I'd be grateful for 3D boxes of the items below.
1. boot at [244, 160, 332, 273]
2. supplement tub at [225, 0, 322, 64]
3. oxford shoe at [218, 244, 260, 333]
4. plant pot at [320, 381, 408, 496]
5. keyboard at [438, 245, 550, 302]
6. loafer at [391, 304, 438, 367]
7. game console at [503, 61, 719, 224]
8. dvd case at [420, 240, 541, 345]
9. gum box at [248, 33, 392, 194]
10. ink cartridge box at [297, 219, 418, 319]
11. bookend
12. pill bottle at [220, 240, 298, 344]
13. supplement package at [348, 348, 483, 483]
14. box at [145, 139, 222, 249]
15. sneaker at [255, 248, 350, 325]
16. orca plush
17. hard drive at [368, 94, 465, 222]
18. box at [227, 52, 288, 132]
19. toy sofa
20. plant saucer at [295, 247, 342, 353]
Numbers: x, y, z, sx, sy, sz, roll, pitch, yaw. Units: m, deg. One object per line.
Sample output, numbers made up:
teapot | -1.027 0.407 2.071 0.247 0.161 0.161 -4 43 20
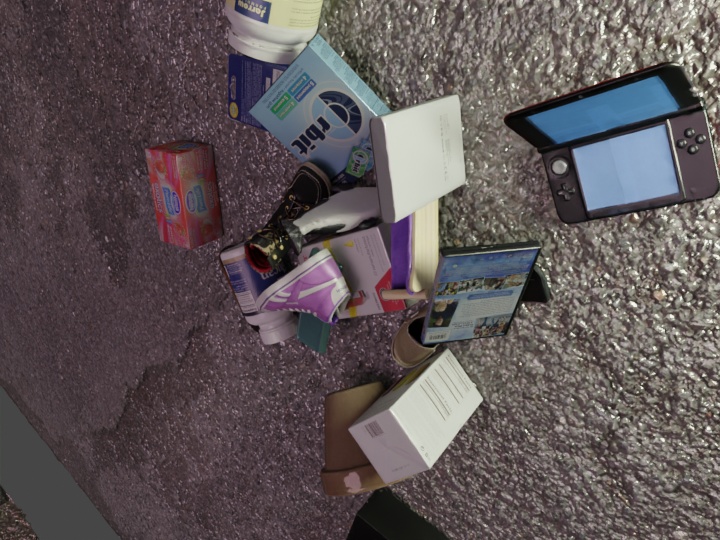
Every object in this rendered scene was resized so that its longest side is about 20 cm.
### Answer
boot | -0.125 -0.085 1.008 0.073 0.151 0.200 39 153 -2
supplement tub | -0.123 -0.429 0.882 0.145 0.145 0.201 33 127 21
oxford shoe | -0.240 0.040 1.262 0.201 0.071 0.071 67 159 -8
plant pot | 0.009 0.306 1.121 0.199 0.199 0.176 -22 77 42
keyboard | 0.192 -0.003 0.924 0.199 0.040 0.104 3 136 36
loafer | 0.102 0.107 1.008 0.076 0.068 0.200 46 135 11
game console | 0.299 -0.138 0.710 0.199 0.118 0.174 -9 105 41
dvd case | 0.169 0.037 0.865 0.201 0.141 0.018 95 165 -47
gum box | -0.051 -0.235 0.935 0.200 0.045 0.170 42 135 -18
ink cartridge box | 0.000 0.000 1.030 0.199 0.083 0.146 -12 102 41
bookend | 0.071 0.597 1.252 0.199 0.092 0.200 31 128 21
pill bottle | -0.191 0.039 1.179 0.110 0.111 0.201 -11 104 40
supplement package | 0.096 0.238 0.990 0.114 0.200 0.110 -37 88 41
box | -0.361 -0.157 1.230 0.102 0.095 0.202 16 119 31
sneaker | -0.097 0.056 1.007 0.200 0.073 0.115 -31 93 44
orca plush | -0.033 -0.071 0.957 0.105 0.200 0.071 36 142 21
hard drive | 0.085 -0.158 0.811 0.026 0.200 0.133 7 115 36
box | -0.152 -0.303 1.040 0.199 0.032 0.122 24 123 26
toy sofa | 0.073 -0.057 0.895 0.082 0.097 0.202 -2 87 40
plant saucer | -0.078 0.060 1.053 0.070 0.019 0.201 30 127 24
